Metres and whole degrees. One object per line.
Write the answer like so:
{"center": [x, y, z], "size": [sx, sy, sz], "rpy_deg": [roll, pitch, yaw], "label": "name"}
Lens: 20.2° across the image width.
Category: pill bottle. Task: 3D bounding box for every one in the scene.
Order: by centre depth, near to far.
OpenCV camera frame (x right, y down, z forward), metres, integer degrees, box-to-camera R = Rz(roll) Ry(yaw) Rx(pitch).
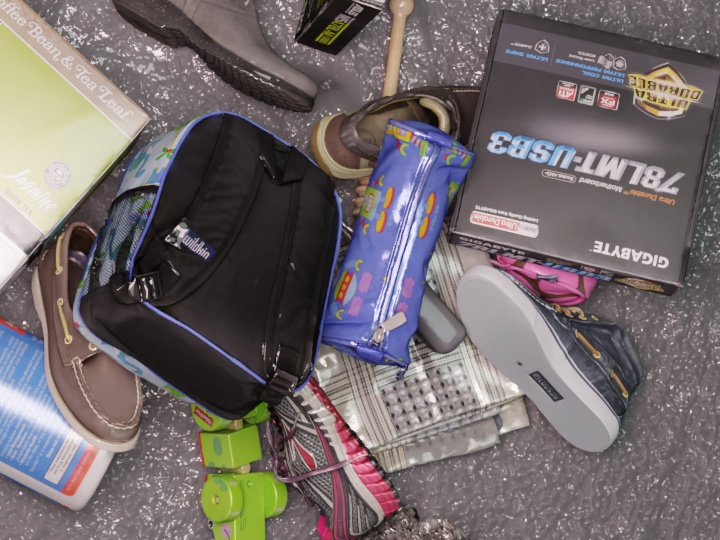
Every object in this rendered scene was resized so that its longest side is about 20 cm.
{"center": [-0.287, 0.100, 1.606], "size": [0.199, 0.112, 0.113], "rpy_deg": [28, 80, -9], "label": "pill bottle"}

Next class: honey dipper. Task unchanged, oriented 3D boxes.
{"center": [0.026, -0.142, 1.728], "size": [0.038, 0.038, 0.202], "rpy_deg": [11, 81, -10], "label": "honey dipper"}

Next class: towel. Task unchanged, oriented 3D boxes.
{"center": [0.040, 0.066, 1.708], "size": [0.191, 0.035, 0.202], "rpy_deg": [-16, 89, -16], "label": "towel"}

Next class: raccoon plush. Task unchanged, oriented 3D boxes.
{"center": [0.010, 0.264, 1.638], "size": [0.199, 0.134, 0.097], "rpy_deg": [-28, 92, -12], "label": "raccoon plush"}

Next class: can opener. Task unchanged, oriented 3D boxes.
{"center": [0.000, 0.000, 1.668], "size": [0.067, 0.053, 0.200], "rpy_deg": [-42, 96, -5], "label": "can opener"}

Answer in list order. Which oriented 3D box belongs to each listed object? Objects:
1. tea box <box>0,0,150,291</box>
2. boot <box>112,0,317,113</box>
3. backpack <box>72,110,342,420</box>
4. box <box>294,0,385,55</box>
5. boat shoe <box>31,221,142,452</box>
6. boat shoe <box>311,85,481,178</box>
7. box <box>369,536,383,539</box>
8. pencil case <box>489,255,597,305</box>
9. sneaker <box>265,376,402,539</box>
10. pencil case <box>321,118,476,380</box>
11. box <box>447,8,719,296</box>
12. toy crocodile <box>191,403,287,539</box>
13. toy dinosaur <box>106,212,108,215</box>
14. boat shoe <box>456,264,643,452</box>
{"center": [-0.306, -0.109, 1.609], "size": [0.200, 0.134, 0.197], "rpy_deg": [43, 80, -5], "label": "tea box"}
{"center": [-0.097, -0.229, 1.679], "size": [0.199, 0.070, 0.132], "rpy_deg": [32, 80, 5], "label": "boot"}
{"center": [-0.118, -0.008, 1.533], "size": [0.183, 0.147, 0.201], "rpy_deg": [34, 55, -27], "label": "backpack"}
{"center": [0.005, -0.293, 1.657], "size": [0.047, 0.193, 0.202], "rpy_deg": [16, 81, -8], "label": "box"}
{"center": [-0.209, 0.050, 1.577], "size": [0.071, 0.060, 0.201], "rpy_deg": [6, 44, -31], "label": "boat shoe"}
{"center": [0.054, -0.116, 1.686], "size": [0.199, 0.065, 0.074], "rpy_deg": [-18, 94, -36], "label": "boat shoe"}
{"center": [0.017, 0.324, 1.615], "size": [0.160, 0.200, 0.044], "rpy_deg": [36, 36, -5], "label": "box"}
{"center": [0.184, -0.074, 1.728], "size": [0.093, 0.091, 0.201], "rpy_deg": [22, 79, -8], "label": "pencil case"}
{"center": [-0.048, 0.134, 1.629], "size": [0.074, 0.081, 0.201], "rpy_deg": [-36, 101, -1], "label": "sneaker"}
{"center": [0.028, -0.019, 1.601], "size": [0.078, 0.087, 0.201], "rpy_deg": [18, 90, -15], "label": "pencil case"}
{"center": [0.187, -0.098, 1.667], "size": [0.198, 0.050, 0.200], "rpy_deg": [14, 76, 2], "label": "box"}
{"center": [-0.107, 0.150, 1.665], "size": [0.067, 0.061, 0.202], "rpy_deg": [-6, 92, -47], "label": "toy crocodile"}
{"center": [-0.130, -0.025, 1.659], "size": [0.136, 0.102, 0.201], "rpy_deg": [50, 49, -23], "label": "toy dinosaur"}
{"center": [0.160, 0.054, 1.703], "size": [0.201, 0.071, 0.091], "rpy_deg": [51, 48, -20], "label": "boat shoe"}
